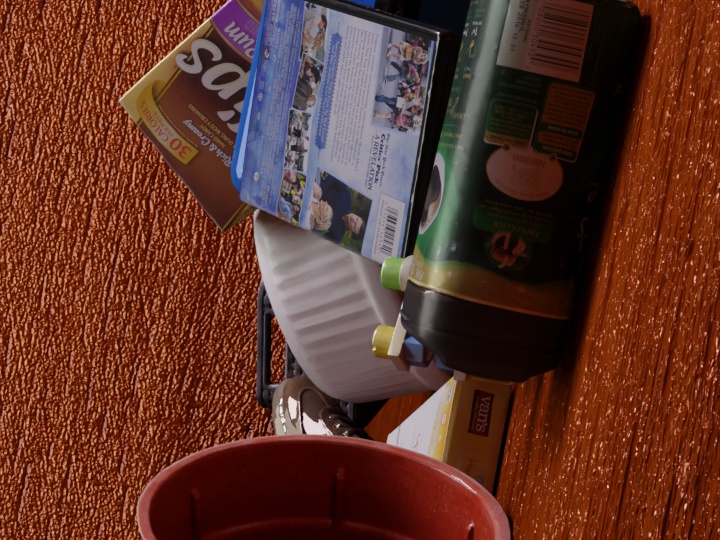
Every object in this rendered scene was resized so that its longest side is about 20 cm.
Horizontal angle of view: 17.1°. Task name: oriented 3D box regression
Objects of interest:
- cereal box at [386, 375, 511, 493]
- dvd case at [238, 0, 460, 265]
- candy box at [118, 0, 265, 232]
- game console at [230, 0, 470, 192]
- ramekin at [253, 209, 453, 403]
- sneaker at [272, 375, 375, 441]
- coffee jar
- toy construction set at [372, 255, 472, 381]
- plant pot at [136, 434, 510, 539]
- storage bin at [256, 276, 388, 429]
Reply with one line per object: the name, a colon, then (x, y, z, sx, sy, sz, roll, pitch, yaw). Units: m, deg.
cereal box: (0.042, 0.154, 1.488, 0.200, 0.039, 0.145, 128, 154, -70)
dvd case: (-0.010, -0.090, 1.444, 0.200, 0.017, 0.144, 25, 110, 55)
candy box: (-0.049, -0.133, 1.586, 0.200, 0.117, 0.056, -40, -1, 21)
game console: (0.026, -0.120, 1.529, 0.170, 0.118, 0.201, 27, 110, 42)
ramekin: (0.000, 0.000, 1.681, 0.202, 0.094, 0.204, -19, -90, -75)
sneaker: (0.006, 0.146, 1.651, 0.075, 0.070, 0.201, -40, 57, 26)
coffee jar: (0.079, -0.046, 1.209, 0.104, 0.085, 0.201, -129, 52, -84)
toy construction set: (0.071, -0.040, 1.328, 0.131, 0.092, 0.201, 1, -70, -67)
plant pot: (-0.026, 0.221, 1.309, 0.201, 0.199, 0.196, -82, -4, -67)
storage bin: (-0.004, 0.031, 2.031, 0.200, 0.093, 0.136, -45, -37, -54)
